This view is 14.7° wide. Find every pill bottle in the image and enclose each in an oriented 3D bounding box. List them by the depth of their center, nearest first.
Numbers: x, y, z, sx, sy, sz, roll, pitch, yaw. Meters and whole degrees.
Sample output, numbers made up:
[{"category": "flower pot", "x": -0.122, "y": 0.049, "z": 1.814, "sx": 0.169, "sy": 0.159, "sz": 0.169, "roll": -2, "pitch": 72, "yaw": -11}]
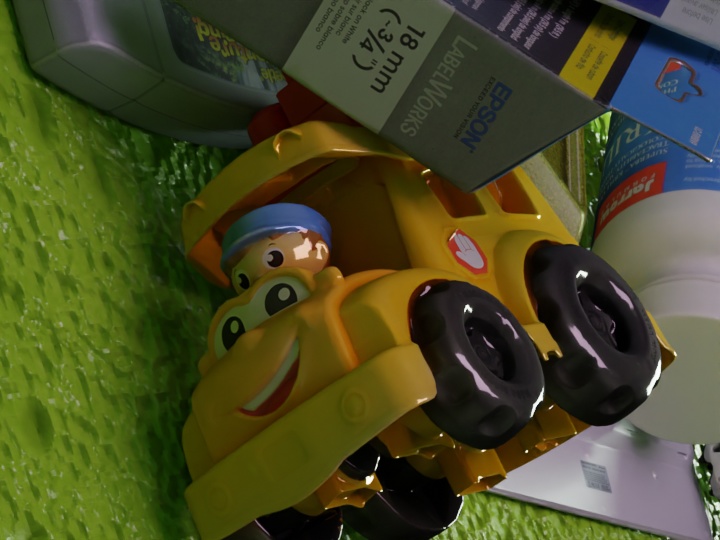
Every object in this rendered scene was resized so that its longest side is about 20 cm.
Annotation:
[{"category": "pill bottle", "x": 0.167, "y": -0.015, "z": 1.347, "sx": 0.112, "sy": 0.112, "sz": 0.200, "roll": 48, "pitch": 33, "yaw": -26}]

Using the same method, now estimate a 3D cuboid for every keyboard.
[{"category": "keyboard", "x": 0.104, "y": 0.087, "z": 1.276, "sx": 0.200, "sy": 0.011, "sz": 0.057, "roll": 18, "pitch": 58, "yaw": -51}]

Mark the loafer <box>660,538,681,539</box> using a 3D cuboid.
[{"category": "loafer", "x": 0.114, "y": 0.174, "z": 1.159, "sx": 0.070, "sy": 0.070, "sz": 0.200, "roll": 56, "pitch": 33, "yaw": -18}]

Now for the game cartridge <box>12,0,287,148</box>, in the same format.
[{"category": "game cartridge", "x": -0.070, "y": -0.116, "z": 1.131, "sx": 0.200, "sy": 0.041, "sz": 0.134, "roll": 6, "pitch": 66, "yaw": -56}]

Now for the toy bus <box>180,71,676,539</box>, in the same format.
[{"category": "toy bus", "x": 0.000, "y": 0.000, "z": 1.060, "sx": 0.200, "sy": 0.136, "sz": 0.193, "roll": -8, "pitch": 68, "yaw": -57}]

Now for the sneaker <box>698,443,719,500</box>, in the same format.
[{"category": "sneaker", "x": 0.219, "y": 0.120, "z": 1.341, "sx": 0.066, "sy": 0.090, "sz": 0.201, "roll": 37, "pitch": 39, "yaw": -54}]

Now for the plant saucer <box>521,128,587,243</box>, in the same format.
[{"category": "plant saucer", "x": 0.048, "y": -0.105, "z": 1.251, "sx": 0.200, "sy": 0.048, "sz": 0.200, "roll": 52, "pitch": 26, "yaw": -35}]

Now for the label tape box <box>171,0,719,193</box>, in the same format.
[{"category": "label tape box", "x": 0.041, "y": -0.090, "z": 1.067, "sx": 0.200, "sy": 0.063, "sz": 0.144, "roll": 33, "pitch": 23, "yaw": 2}]

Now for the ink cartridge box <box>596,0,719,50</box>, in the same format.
[{"category": "ink cartridge box", "x": 0.090, "y": -0.156, "z": 1.132, "sx": 0.199, "sy": 0.041, "sz": 0.200, "roll": 16, "pitch": 24, "yaw": -37}]
